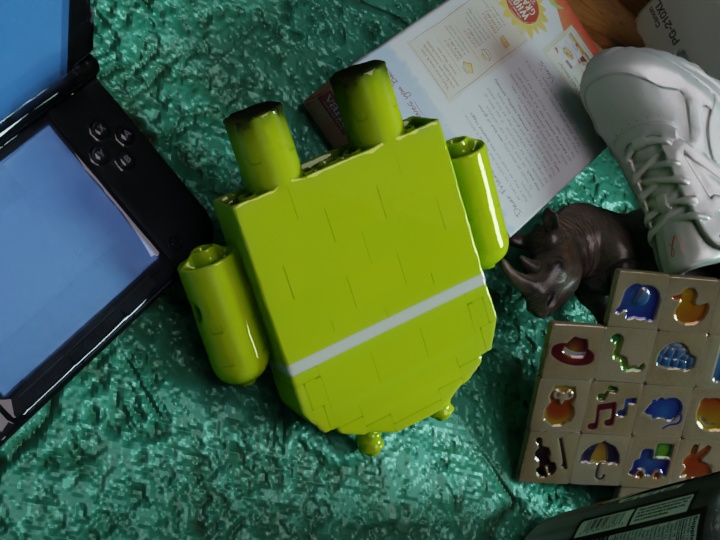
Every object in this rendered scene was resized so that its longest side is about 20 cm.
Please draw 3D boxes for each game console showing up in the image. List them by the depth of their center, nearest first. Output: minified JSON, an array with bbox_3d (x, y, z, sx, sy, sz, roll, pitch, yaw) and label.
[{"bbox_3d":[-0.150,-0.041,0.587,0.171,0.118,0.200,50,50,-9],"label":"game console"}]

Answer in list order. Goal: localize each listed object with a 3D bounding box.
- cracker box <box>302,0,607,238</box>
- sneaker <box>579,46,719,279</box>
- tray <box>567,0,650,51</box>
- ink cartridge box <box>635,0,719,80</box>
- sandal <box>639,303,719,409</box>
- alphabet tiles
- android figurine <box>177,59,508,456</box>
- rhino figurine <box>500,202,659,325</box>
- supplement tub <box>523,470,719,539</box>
[{"bbox_3d":[0.074,-0.099,0.822,0.200,0.058,0.134,-40,98,-41],"label":"cracker box"},{"bbox_3d":[0.199,-0.045,0.804,0.200,0.078,0.099,48,46,-9],"label":"sneaker"},{"bbox_3d":[0.196,-0.158,0.955,0.200,0.037,0.099,35,54,-20],"label":"tray"},{"bbox_3d":[0.307,-0.132,0.933,0.199,0.084,0.145,5,55,-36],"label":"ink cartridge box"},{"bbox_3d":[0.224,0.094,0.848,0.077,0.070,0.212,-32,114,2],"label":"sandal"},{"bbox_3d":[0.193,0.084,0.793,0.199,0.008,0.168,5,108,-16],"label":"alphabet tiles"},{"bbox_3d":[0.000,0.000,0.693,0.181,0.041,0.201,-26,111,-20],"label":"android figurine"},{"bbox_3d":[0.155,0.000,0.840,0.199,0.060,0.088,2,73,-40],"label":"rhino figurine"},{"bbox_3d":[0.181,0.171,0.698,0.122,0.200,0.123,15,63,-33],"label":"supplement tub"}]
